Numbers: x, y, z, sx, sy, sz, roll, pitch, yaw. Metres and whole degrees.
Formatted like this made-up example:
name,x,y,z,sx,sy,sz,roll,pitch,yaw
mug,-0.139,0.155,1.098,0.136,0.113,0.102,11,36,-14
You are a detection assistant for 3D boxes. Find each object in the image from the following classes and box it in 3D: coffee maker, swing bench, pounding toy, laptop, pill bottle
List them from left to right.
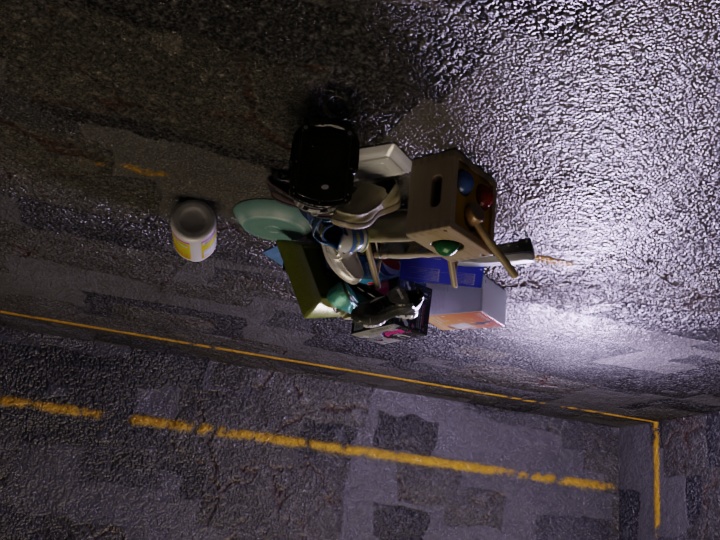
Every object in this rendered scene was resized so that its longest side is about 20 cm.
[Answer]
name,x,y,z,sx,sy,sz,roll,pitch,yaw
pill bottle,-0.396,-0.086,1.845,0.103,0.105,0.200,9,161,-8
laptop,-0.154,0.023,1.999,0.187,0.201,0.116,35,117,-23
coffee maker,-0.059,-0.196,1.354,0.134,0.193,0.200,30,179,-7
laptop,0.000,0.000,1.875,0.199,0.104,0.177,16,170,34
swing bench,0.109,-0.064,1.701,0.197,0.130,0.200,1,147,19
pounding toy,0.198,-0.097,1.463,0.142,0.201,0.184,-10,156,39

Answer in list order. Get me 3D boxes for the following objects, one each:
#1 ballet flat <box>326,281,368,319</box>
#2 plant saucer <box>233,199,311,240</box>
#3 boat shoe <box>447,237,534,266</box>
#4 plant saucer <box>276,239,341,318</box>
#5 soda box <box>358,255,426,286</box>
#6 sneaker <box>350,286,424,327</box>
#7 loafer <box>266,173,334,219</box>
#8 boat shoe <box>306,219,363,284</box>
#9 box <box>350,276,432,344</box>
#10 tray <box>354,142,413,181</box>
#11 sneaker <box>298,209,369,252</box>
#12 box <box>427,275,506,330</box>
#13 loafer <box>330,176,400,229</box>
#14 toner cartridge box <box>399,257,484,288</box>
name,x,y,z,sx,sy,sz,roll,pitch,yaw
ballet flat,-0.028,0.080,1.833,0.070,0.068,0.200,-27,152,11
plant saucer,-0.202,-0.110,1.816,0.198,0.036,0.200,6,161,2
boat shoe,0.300,-0.048,1.784,0.198,0.067,0.070,-3,171,14
plant saucer,-0.100,0.012,1.854,0.048,0.201,0.200,-27,166,24
soda box,0.074,0.011,2.031,0.198,0.065,0.068,6,162,-1
sneaker,0.067,0.076,1.769,0.199,0.067,0.091,-8,145,-35
loafer,-0.101,-0.154,1.567,0.199,0.072,0.063,14,162,21
boat shoe,-0.045,-0.062,1.718,0.069,0.071,0.201,-24,103,42
box,0.081,0.110,2.010,0.114,0.133,0.200,19,158,-29
tray,0.001,-0.201,1.505,0.199,0.022,0.107,-5,159,29
sneaker,-0.071,-0.103,1.614,0.200,0.074,0.082,36,-146,31
box,0.280,0.091,2.129,0.199,0.107,0.152,-7,157,35
loafer,0.010,-0.136,1.508,0.075,0.069,0.200,17,-151,29
toner cartridge box,0.196,-0.017,1.853,0.198,0.096,0.043,6,-164,3
